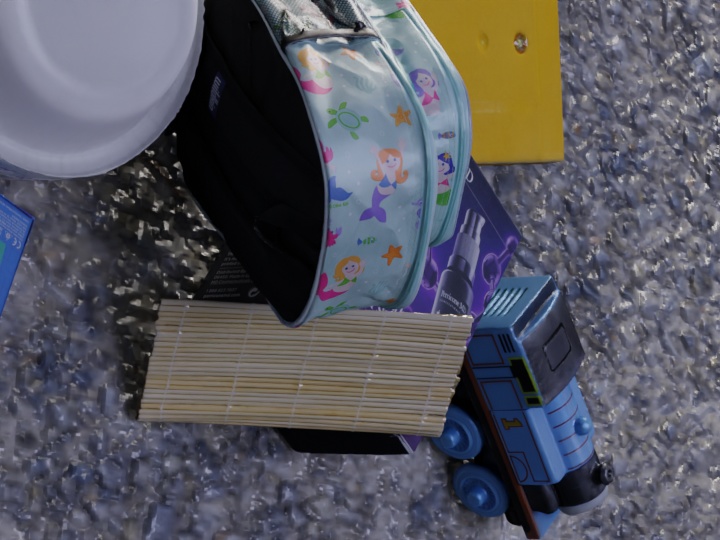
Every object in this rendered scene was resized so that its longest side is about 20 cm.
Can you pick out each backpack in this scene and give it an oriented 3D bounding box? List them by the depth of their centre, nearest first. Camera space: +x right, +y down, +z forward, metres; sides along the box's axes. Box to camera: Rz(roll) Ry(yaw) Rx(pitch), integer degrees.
[{"bbox_3d":[-0.019,-0.069,1.570,0.150,0.200,0.178,-5,129,-20],"label":"backpack"}]

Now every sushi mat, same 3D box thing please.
[{"bbox_3d":[-0.034,0.061,1.637,0.012,0.200,0.096,-106,-157,-55],"label":"sushi mat"}]

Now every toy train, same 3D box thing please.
[{"bbox_3d":[0.108,0.096,1.868,0.087,0.114,0.200,-46,123,-42],"label":"toy train"}]

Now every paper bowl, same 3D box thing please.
[{"bbox_3d":[-0.172,-0.151,1.498,0.200,0.104,0.201,0,90,-41],"label":"paper bowl"}]

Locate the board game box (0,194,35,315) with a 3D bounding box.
[{"bbox_3d":[-0.268,0.026,1.442,0.152,0.045,0.200,40,58,-44],"label":"board game box"}]

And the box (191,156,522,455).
[{"bbox_3d":[0.000,0.000,1.742,0.148,0.104,0.200,54,50,-35],"label":"box"}]

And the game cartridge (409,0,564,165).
[{"bbox_3d":[0.076,-0.163,1.911,0.200,0.032,0.177,-3,91,-50],"label":"game cartridge"}]
